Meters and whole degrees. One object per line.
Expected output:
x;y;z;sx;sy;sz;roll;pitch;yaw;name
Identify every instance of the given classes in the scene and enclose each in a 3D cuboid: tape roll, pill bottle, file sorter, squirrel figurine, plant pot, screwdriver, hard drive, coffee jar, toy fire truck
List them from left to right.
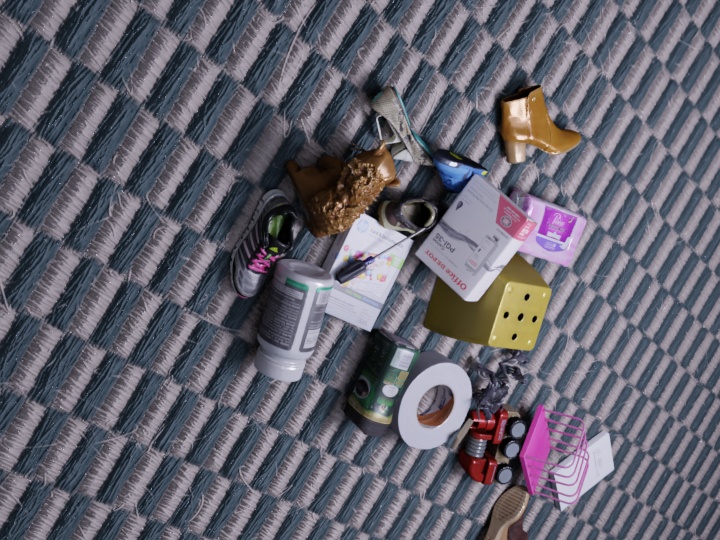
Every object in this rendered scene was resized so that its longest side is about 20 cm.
-0.126;0.092;1.576;0.111;0.113;0.204;9;106;-34;pill bottle
-0.013;-0.146;1.508;0.183;0.200;0.144;-24;113;-9;squirrel figurine
0.041;0.231;1.745;0.084;0.104;0.204;19;98;-33;coffee jar
0.039;-0.030;1.634;0.197;0.028;0.029;-30;166;-14;screwdriver
0.146;0.281;1.856;0.196;0.066;0.205;-12;113;-28;tape roll
0.268;0.398;1.956;0.196;0.129;0.180;8;104;-22;toy fire truck
0.280;0.066;1.794;0.196;0.176;0.205;9;102;-35;plant pot
0.467;0.443;2.032;0.141;0.123;0.202;-61;148;-29;file sorter
0.584;0.527;2.256;0.197;0.026;0.134;-30;121;-21;hard drive

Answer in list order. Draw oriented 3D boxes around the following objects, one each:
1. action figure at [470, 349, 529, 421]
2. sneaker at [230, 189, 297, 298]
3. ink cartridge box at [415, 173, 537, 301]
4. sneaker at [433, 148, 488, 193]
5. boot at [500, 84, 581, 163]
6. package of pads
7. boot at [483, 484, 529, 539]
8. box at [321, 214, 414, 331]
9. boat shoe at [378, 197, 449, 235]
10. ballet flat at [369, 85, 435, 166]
0.295;0.255;1.922;0.199;0.101;0.121;-33;130;-40;action figure
-0.168;-0.040;1.517;0.073;0.087;0.204;21;96;-36;sneaker
0.225;-0.061;1.672;0.201;0.146;0.082;-53;159;14;ink cartridge box
0.187;-0.183;1.674;0.079;0.066;0.199;-57;155;14;sneaker
0.379;-0.314;1.779;0.197;0.071;0.147;-18;119;-21;boot
0.393;-0.092;1.870;0.197;0.075;0.123;14;101;-36;package of pads
0.385;0.643;2.161;0.202;0.072;0.166;-57;139;-3;boot
0.000;0.000;1.672;0.154;0.041;0.203;25;92;-37;box
0.120;-0.105;1.676;0.197;0.064;0.075;-6;95;-44;boat shoe
0.074;-0.256;1.611;0.075;0.068;0.201;-33;131;6;ballet flat
